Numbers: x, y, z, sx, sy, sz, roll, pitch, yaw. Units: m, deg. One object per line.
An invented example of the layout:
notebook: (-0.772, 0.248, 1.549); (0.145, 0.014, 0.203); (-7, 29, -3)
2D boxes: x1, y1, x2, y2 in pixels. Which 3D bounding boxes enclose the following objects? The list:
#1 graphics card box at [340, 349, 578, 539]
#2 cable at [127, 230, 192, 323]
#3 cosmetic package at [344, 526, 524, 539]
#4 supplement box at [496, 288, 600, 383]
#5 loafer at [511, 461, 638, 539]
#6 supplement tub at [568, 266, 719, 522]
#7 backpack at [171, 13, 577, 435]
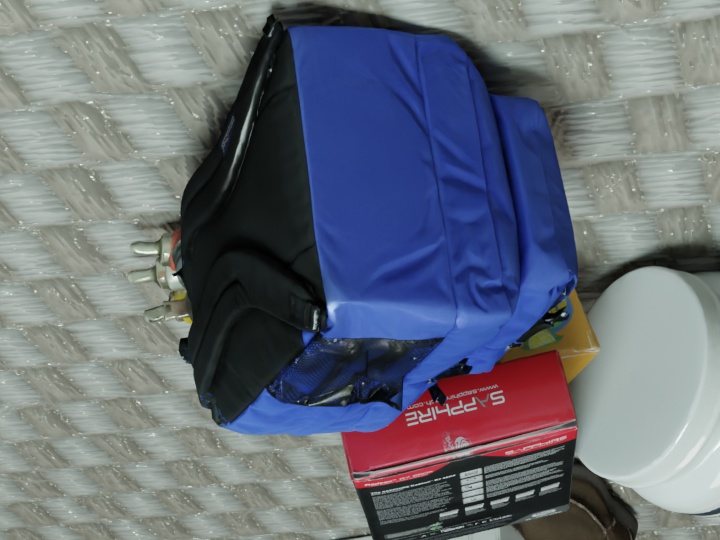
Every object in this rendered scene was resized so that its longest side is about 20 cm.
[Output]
graphics card box: (0.058, 0.108, 1.085); (0.125, 0.051, 0.200); (-14, 159, 0)
cable: (-0.032, -0.008, 1.072); (0.199, 0.050, 0.097); (-10, 148, -5)
cosmetic package: (0.045, 0.270, 1.574); (0.199, 0.085, 0.108); (-11, 151, 25)
supplement box: (0.073, 0.059, 1.136); (0.066, 0.069, 0.200); (-11, 163, -19)
loafer: (0.160, 0.198, 1.437); (0.073, 0.071, 0.200); (-15, 150, 29)
supplement tub: (0.233, 0.081, 1.113); (0.199, 0.141, 0.140); (17, 150, -30)
backpack: (0.000, 0.000, 0.927); (0.167, 0.163, 0.200); (8, 153, -22)
